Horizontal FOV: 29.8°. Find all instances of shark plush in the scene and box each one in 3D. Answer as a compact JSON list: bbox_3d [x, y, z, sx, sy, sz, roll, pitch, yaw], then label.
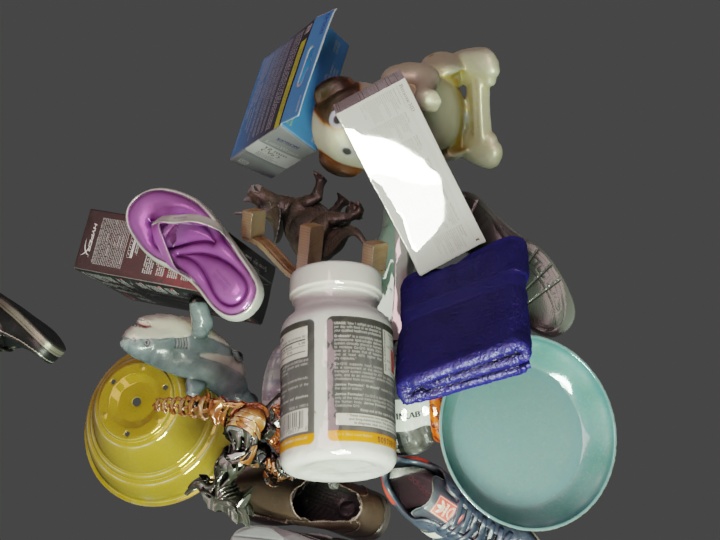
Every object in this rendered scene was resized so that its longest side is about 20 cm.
[{"bbox_3d":[-0.177,0.120,1.501,0.091,0.200,0.083,-12,34,45],"label":"shark plush"}]

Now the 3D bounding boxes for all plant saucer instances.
[{"bbox_3d":[0.167,0.167,1.389,0.199,0.036,0.201,4,75,-17],"label":"plant saucer"}]

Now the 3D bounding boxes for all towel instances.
[{"bbox_3d":[0.108,0.053,1.380,0.147,0.050,0.200,-22,28,18],"label":"towel"}]

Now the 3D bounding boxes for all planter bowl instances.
[{"bbox_3d":[-0.239,0.159,1.532,0.199,0.084,0.202,-6,66,14],"label":"planter bowl"}]

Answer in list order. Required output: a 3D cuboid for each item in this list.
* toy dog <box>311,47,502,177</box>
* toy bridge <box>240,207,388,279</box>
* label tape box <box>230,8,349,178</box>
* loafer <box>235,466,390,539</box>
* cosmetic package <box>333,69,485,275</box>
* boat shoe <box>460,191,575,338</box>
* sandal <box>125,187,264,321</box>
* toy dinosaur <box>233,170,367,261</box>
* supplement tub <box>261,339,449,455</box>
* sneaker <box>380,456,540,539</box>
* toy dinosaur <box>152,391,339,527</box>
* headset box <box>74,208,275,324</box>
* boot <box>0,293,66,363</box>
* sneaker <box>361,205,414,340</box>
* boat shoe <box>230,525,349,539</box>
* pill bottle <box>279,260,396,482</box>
[{"bbox_3d":[0.037,-0.179,1.519,0.199,0.140,0.193,-19,33,-36],"label":"toy dog"},{"bbox_3d":[-0.057,-0.019,1.505,0.199,0.027,0.068,15,107,35],"label":"toy bridge"},{"bbox_3d":[-0.071,-0.203,1.578,0.200,0.066,0.144,-19,51,60],"label":"label tape box"},{"bbox_3d":[-0.067,0.237,1.452,0.199,0.071,0.073,6,70,19],"label":"loafer"},{"bbox_3d":[0.052,-0.103,1.429,0.082,0.201,0.051,-26,19,5],"label":"cosmetic package"},{"bbox_3d":[0.165,-0.005,1.492,0.074,0.065,0.202,-46,65,5],"label":"boat shoe"},{"bbox_3d":[-0.178,-0.027,1.440,0.202,0.050,0.083,38,88,24],"label":"sandal"},{"bbox_3d":[-0.048,-0.048,1.561,0.102,0.077,0.200,-49,50,-2],"label":"toy dinosaur"},{"bbox_3d":[0.005,0.136,1.445,0.199,0.123,0.123,-2,67,17],"label":"supplement tub"},{"bbox_3d":[0.099,0.256,1.386,0.199,0.085,0.075,28,78,25],"label":"sneaker"},{"bbox_3d":[-0.115,0.182,1.391,0.199,0.102,0.136,23,88,22],"label":"toy dinosaur"},{"bbox_3d":[-0.201,-0.001,1.548,0.199,0.149,0.078,8,78,21],"label":"headset box"},{"bbox_3d":[-0.460,0.104,1.630,0.203,0.073,0.154,28,80,32],"label":"boot"},{"bbox_3d":[0.000,0.000,1.528,0.117,0.074,0.202,1,70,11],"label":"sneaker"},{"bbox_3d":[-0.053,0.313,1.420,0.199,0.071,0.073,3,81,39],"label":"boat shoe"},{"bbox_3d":[-0.023,0.100,1.335,0.116,0.116,0.201,-6,68,14],"label":"pill bottle"}]
